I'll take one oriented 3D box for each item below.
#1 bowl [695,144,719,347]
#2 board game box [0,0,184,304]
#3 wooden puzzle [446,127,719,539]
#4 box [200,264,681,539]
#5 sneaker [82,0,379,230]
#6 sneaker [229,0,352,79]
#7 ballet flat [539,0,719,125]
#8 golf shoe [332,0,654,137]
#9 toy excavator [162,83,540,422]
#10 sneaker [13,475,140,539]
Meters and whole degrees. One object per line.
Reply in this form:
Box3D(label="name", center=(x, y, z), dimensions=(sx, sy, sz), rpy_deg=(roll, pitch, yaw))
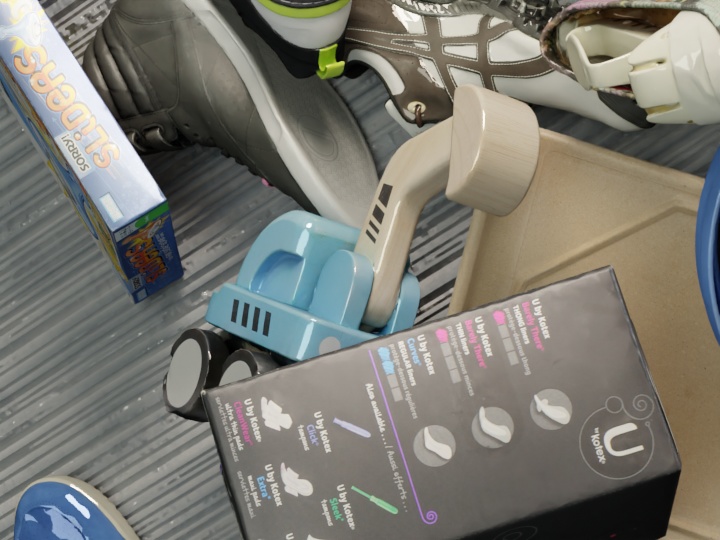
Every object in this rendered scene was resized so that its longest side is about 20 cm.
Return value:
Box3D(label="bowl", center=(0.249, -0.018, 1.258), dimensions=(0.199, 0.039, 0.202), rpy_deg=(-4, 106, -13))
Box3D(label="board game box", center=(-0.164, -0.089, 1.440), dimensions=(0.034, 0.135, 0.201), rpy_deg=(-31, 75, -9))
Box3D(label="wooden puzzle", center=(0.142, 0.040, 1.340), dimensions=(0.199, 0.037, 0.186), rpy_deg=(17, 105, 10))
Box3D(label="box", center=(0.038, 0.091, 1.249), dimensions=(0.198, 0.122, 0.107), rpy_deg=(-17, 70, -3))
Box3D(label="sneaker", center=(-0.072, -0.077, 1.442), dimensions=(0.099, 0.071, 0.200), rpy_deg=(-43, 77, 28))
Box3D(label="sneaker", center=(-0.060, -0.164, 1.410), dimensions=(0.071, 0.083, 0.200), rpy_deg=(-16, 39, -15))
Box3D(label="ballet flat", center=(0.140, -0.096, 1.217), dimensions=(0.071, 0.200, 0.070), rpy_deg=(-18, 104, -20))
Box3D(label="golf shoe", center=(0.067, -0.102, 1.381), dimensions=(0.199, 0.078, 0.095), rpy_deg=(30, 106, 30))
Box3D(label="toy excavator", center=(0.000, 0.000, 1.344), dimensions=(0.194, 0.099, 0.202), rpy_deg=(17, 92, 61))
Box3D(label="sneaker", center=(-0.157, 0.208, 1.442), dimensions=(0.076, 0.111, 0.202), rpy_deg=(-19, 82, 21))
